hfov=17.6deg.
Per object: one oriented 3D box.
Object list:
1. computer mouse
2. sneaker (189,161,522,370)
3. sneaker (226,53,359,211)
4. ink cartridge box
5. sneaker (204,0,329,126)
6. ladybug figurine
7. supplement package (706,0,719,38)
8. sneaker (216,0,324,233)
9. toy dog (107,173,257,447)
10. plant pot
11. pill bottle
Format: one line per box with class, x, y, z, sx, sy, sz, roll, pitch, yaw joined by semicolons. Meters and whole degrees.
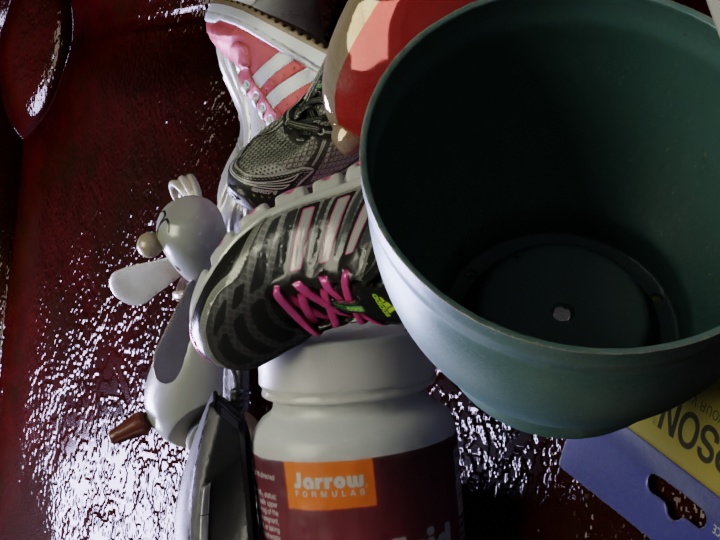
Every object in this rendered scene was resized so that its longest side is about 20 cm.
computer mouse;-0.082;0.108;1.296;0.140;0.046;0.202;-109;14;-87
sneaker;0.000;0.000;1.162;0.199;0.074;0.088;-30;41;12
sneaker;-0.001;-0.105;1.269;0.078;0.200;0.085;29;154;38
ink cartridge box;0.160;0.041;1.118;0.197;0.047;0.201;37;113;55
sneaker;-0.035;-0.080;1.381;0.199;0.071;0.113;31;99;33
ladybug figurine;0.066;-0.126;1.201;0.200;0.136;0.072;-46;44;-2
supplement package;0.237;-0.130;0.916;0.152;0.150;0.201;-49;45;44
sneaker;-0.036;-0.104;1.463;0.099;0.077;0.202;2;94;53
toy dog;-0.125;0.046;1.495;0.132;0.096;0.202;-137;34;-67
plant pot;0.096;-0.009;1.040;0.135;0.199;0.201;94;163;-54
pill bottle;0.000;0.129;1.261;0.114;0.113;0.202;8;105;59
